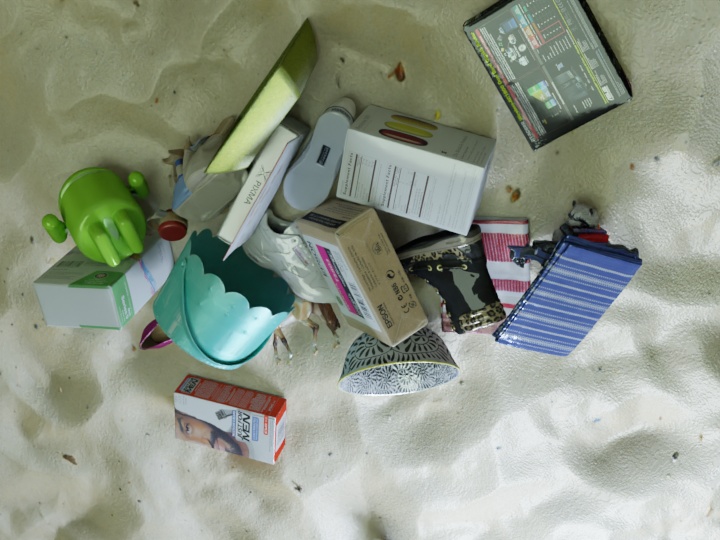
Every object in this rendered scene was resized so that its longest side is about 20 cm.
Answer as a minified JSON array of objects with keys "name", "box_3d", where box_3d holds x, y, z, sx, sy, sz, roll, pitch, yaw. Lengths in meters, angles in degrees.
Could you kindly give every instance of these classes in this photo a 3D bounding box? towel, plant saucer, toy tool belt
[{"name":"towel","box_3d":[0.192,0.012,1.382,0.143,0.023,0.202,2,117,16]},{"name":"plant saucer","box_3d":[-0.128,-0.237,1.258,0.048,0.201,0.200,34,122,-14]},{"name":"toy tool belt","box_3d":[-0.255,-0.146,1.407,0.124,0.124,0.200,21,136,-36]},{"name":"towel","box_3d":[0.292,0.040,1.266,0.144,0.024,0.201,13,127,-25]}]

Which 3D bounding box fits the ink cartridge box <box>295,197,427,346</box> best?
[{"name":"ink cartridge box","box_3d":[0.000,0.000,1.336,0.075,0.164,0.201,-33,110,-17]}]

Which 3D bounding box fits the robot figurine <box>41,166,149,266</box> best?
[{"name":"robot figurine","box_3d":[-0.415,-0.090,1.428,0.175,0.200,0.116,-31,133,-12]}]

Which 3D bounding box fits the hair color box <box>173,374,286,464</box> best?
[{"name":"hair color box","box_3d":[-0.239,0.273,1.632,0.198,0.064,0.112,12,120,13]}]

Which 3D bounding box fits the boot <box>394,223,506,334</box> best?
[{"name":"boot","box_3d":[0.122,0.021,1.350,0.199,0.073,0.152,-17,101,39]}]

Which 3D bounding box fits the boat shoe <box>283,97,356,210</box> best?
[{"name":"boat shoe","box_3d":[-0.057,-0.176,1.339,0.070,0.070,0.201,26,132,-1]}]

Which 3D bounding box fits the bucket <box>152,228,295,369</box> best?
[{"name":"bucket","box_3d":[-0.219,0.049,1.411,0.207,0.207,0.135,37,107,-3]}]

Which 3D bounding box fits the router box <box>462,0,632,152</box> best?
[{"name":"router box","box_3d":[0.251,-0.282,1.186,0.149,0.062,0.201,-26,106,26]}]

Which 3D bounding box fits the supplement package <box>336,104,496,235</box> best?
[{"name":"supplement package","box_3d":[0.080,-0.147,1.281,0.198,0.114,0.110,17,122,9]}]

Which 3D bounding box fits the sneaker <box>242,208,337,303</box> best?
[{"name":"sneaker","box_3d":[-0.094,-0.021,1.425,0.199,0.075,0.100,33,123,-1]}]

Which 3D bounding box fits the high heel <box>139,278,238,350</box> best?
[{"name":"high heel","box_3d":[-0.293,0.080,1.529,0.199,0.096,0.068,-34,102,29]}]

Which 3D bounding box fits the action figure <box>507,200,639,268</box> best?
[{"name":"action figure","box_3d":[0.286,-0.012,1.295,0.198,0.105,0.195,9,117,-15]}]

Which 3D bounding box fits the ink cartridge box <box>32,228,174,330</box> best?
[{"name":"ink cartridge box","box_3d":[-0.418,0.010,1.475,0.144,0.200,0.088,1,120,16]}]

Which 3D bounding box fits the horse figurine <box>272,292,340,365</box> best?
[{"name":"horse figurine","box_3d":[-0.112,0.084,1.494,0.199,0.050,0.134,-19,92,34]}]

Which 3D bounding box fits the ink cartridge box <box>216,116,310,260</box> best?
[{"name":"ink cartridge box","box_3d":[-0.151,-0.124,1.307,0.043,0.174,0.201,31,106,0]}]

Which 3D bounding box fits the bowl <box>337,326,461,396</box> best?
[{"name":"bowl","box_3d":[0.057,0.131,1.426,0.199,0.095,0.201,-5,158,-2]}]
